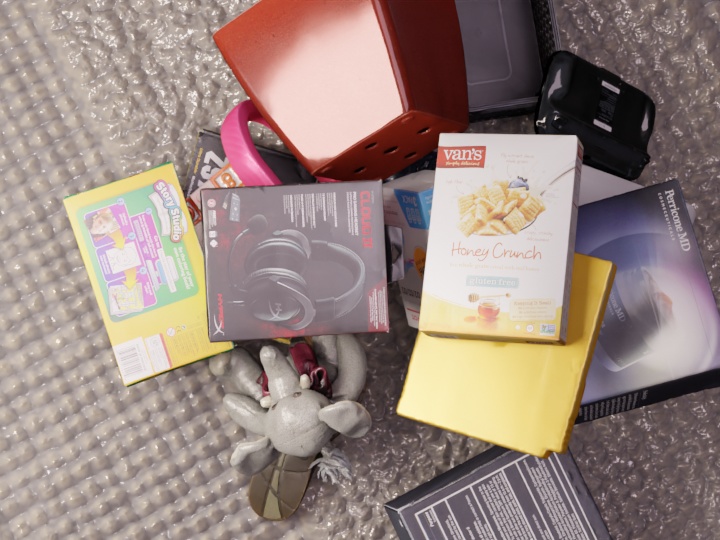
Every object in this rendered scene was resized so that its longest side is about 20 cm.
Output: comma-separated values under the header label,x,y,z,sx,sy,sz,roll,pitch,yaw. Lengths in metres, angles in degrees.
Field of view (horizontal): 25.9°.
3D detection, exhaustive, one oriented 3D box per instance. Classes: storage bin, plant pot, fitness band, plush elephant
label,x,y,z,sx,sy,sz,roll,pitch,yaw
storage bin,0.142,-0.274,1.745,0.133,0.094,0.203,-9,88,-8
plant pot,0.002,-0.199,1.616,0.199,0.199,0.178,-29,74,26
fitness band,-0.063,-0.097,1.637,0.037,0.144,0.200,-39,93,30
plush elephant,-0.066,0.131,1.603,0.163,0.155,0.202,-24,84,5

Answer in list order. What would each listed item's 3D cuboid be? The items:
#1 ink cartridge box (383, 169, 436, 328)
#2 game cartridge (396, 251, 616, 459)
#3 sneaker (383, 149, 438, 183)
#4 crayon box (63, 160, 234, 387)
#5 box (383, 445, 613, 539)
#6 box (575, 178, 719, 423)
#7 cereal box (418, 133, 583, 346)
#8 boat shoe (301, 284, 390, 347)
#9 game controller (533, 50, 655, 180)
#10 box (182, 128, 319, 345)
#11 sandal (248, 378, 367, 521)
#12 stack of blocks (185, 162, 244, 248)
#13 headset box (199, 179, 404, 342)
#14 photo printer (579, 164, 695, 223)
label,x,y,z,sx,sy,sz,roll,pitch,yaw
ink cartridge box,0.088,0.001,1.652,0.067,0.115,0.202,-20,103,-20
game cartridge,0.143,0.069,1.538,0.174,0.032,0.202,15,86,21
sneaker,0.104,-0.105,1.723,0.197,0.085,0.076,14,86,5
crayon box,-0.214,0.004,1.588,0.117,0.058,0.202,-18,90,-8
box,0.157,0.299,1.690,0.197,0.123,0.202,-25,88,-10
box,0.257,0.037,1.605,0.196,0.123,0.202,-16,74,4
cereal box,0.137,-0.032,1.522,0.142,0.039,0.203,2,79,20
boat shoe,0.000,0.000,1.718,0.072,0.068,0.201,35,82,-4
game controller,0.262,-0.169,1.732,0.199,0.042,0.106,18,75,-45
box,-0.127,-0.036,1.716,0.158,0.049,0.203,16,84,-4
sandal,-0.058,0.179,1.710,0.081,0.055,0.202,25,98,5
stack of blocks,-0.158,-0.022,1.656,0.199,0.059,0.116,-39,92,-7
headset box,-0.056,-0.011,1.538,0.197,0.077,0.151,-2,93,-6
photo printer,0.259,-0.004,1.726,0.165,0.070,0.202,22,76,13
